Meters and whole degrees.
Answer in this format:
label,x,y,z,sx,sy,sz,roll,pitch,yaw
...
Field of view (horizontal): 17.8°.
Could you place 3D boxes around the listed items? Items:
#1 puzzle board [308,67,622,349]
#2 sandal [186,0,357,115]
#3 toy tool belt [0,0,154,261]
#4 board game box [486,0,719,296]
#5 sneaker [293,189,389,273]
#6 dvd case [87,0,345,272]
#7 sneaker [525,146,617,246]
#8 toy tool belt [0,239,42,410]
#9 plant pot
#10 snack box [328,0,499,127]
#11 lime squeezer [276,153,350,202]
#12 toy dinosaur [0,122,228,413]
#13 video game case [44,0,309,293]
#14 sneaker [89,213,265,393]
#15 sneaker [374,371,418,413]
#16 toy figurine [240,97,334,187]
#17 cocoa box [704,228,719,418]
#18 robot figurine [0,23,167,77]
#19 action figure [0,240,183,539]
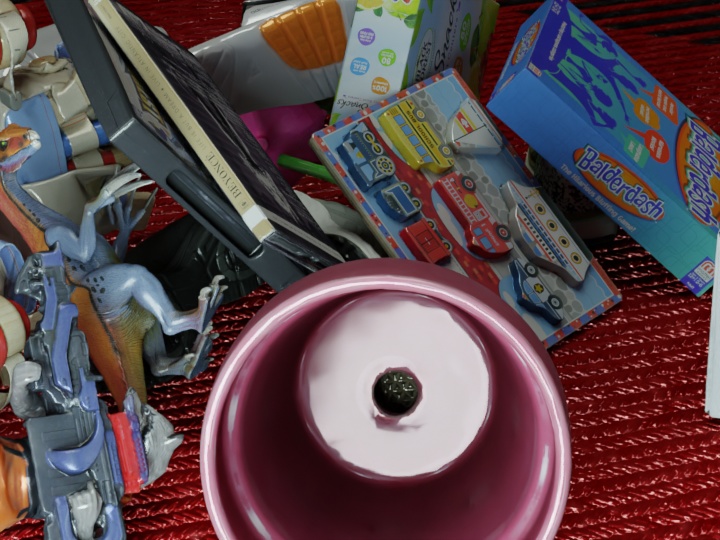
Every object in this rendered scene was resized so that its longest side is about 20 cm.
label,x,y,z,sx,sy,sz,roll,pitch,yaw
puzzle board,0.074,-0.035,1.523,0.151,0.017,0.200,-29,81,-41
sandal,-0.077,-0.155,1.616,0.206,0.079,0.059,-18,37,-28
toy tool belt,-0.207,-0.106,1.607,0.123,0.200,0.125,-20,30,-29
board game box,0.186,-0.092,1.607,0.200,0.045,0.152,41,29,-10
sneaker,0.000,0.000,1.546,0.079,0.074,0.200,2,26,-30
dvd case,-0.086,-0.081,1.448,0.016,0.149,0.200,-40,70,8
sneaker,0.160,-0.093,1.690,0.077,0.089,0.200,-1,28,1
toy tool belt,-0.258,0.022,1.456,0.200,0.125,0.123,-1,19,39
plant pot,0.017,0.082,1.274,0.199,0.201,0.179,-1,12,3
snack box,0.041,-0.144,1.657,0.053,0.143,0.200,11,0,18
lime squeezer,0.030,-0.045,1.607,0.200,0.071,0.038,19,72,7
toy dinosaur,-0.171,-0.005,1.405,0.181,0.105,0.200,25,59,11
video game case,-0.118,-0.089,1.454,0.025,0.181,0.200,-40,39,8
sneaker,-0.141,0.021,1.525,0.091,0.076,0.200,-6,23,44
sneaker,0.012,0.062,1.424,0.199,0.071,0.076,2,27,7
toy figurine,-0.064,-0.126,1.739,0.150,0.200,0.184,35,53,-4
cocoa box,0.325,0.020,1.412,0.199,0.134,0.131,8,28,18
robot figurine,-0.233,-0.131,1.766,0.200,0.113,0.169,-26,15,-38
action figure,-0.200,0.090,1.322,0.193,0.201,0.105,-1,-12,-14
